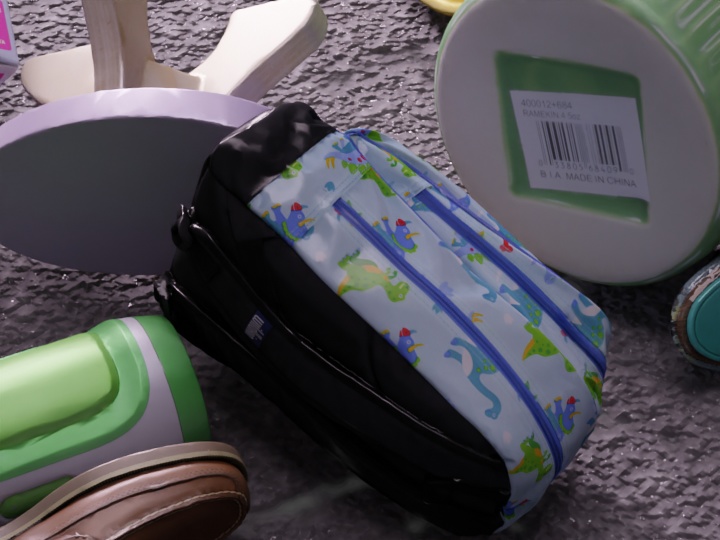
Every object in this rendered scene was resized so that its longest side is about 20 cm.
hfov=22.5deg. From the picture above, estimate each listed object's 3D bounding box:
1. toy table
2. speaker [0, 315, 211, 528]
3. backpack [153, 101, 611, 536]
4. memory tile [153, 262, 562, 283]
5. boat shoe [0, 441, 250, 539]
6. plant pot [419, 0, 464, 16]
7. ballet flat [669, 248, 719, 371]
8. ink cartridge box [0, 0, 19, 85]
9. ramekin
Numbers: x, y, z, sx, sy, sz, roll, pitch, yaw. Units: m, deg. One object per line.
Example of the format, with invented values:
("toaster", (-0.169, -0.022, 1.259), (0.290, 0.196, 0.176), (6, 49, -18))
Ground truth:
("toy table", (-0.106, -0.081, 0.958), (0.198, 0.184, 0.118), (-1, 54, 13))
("speaker", (-0.175, 0.086, 0.846), (0.199, 0.089, 0.089), (-18, 45, -18))
("backpack", (0.018, 0.030, 0.844), (0.153, 0.164, 0.200), (-30, 69, -29))
("memory tile", (0.000, 0.000, 0.989), (0.199, 0.017, 0.153), (22, 46, 24))
("boat shoe", (-0.133, 0.144, 0.799), (0.199, 0.072, 0.068), (-24, 50, -10))
("plant pot", (0.132, -0.271, 1.168), (0.188, 0.202, 0.201), (-12, 41, -33))
("ballet flat", (0.238, 0.000, 0.959), (0.198, 0.075, 0.074), (-16, 44, -19))
("ink cartridge box", (-0.257, -0.173, 1.063), (0.042, 0.119, 0.201), (10, 55, -38))
("ramekin", (0.134, -0.090, 0.943), (0.199, 0.201, 0.098), (25, 44, 26))
